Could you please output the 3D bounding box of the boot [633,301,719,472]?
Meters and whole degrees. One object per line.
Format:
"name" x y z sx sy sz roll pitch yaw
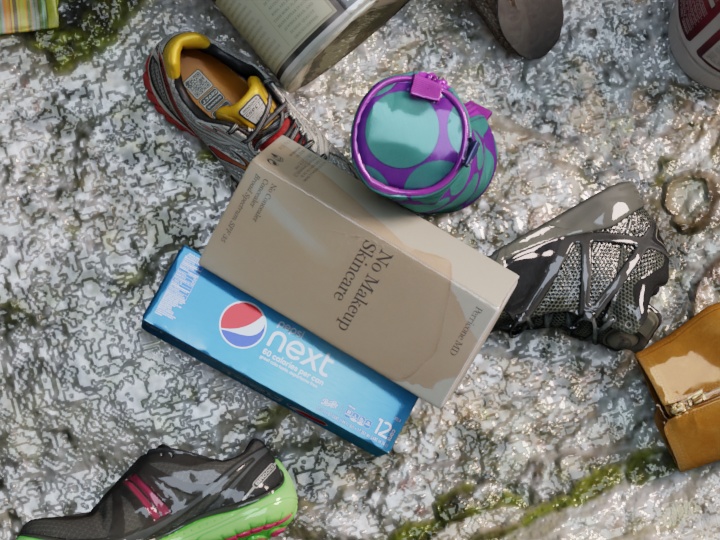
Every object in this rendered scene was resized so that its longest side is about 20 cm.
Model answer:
"boot" 0.300 0.116 1.734 0.144 0.071 0.201 -31 95 2

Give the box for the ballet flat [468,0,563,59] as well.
"ballet flat" 0.088 -0.227 1.720 0.067 0.046 0.200 -56 134 -11

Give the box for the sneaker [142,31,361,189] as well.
"sneaker" -0.076 -0.096 1.702 0.200 0.082 0.078 38 77 -1

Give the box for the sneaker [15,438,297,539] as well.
"sneaker" -0.147 0.169 1.663 0.200 0.077 0.084 -12 65 -13

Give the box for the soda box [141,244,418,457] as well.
"soda box" -0.056 0.059 1.685 0.200 0.068 0.064 29 81 -2

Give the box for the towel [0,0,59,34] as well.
"towel" -0.323 -0.208 1.720 0.200 0.018 0.086 -7 81 -8

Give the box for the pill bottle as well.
"pill bottle" 0.291 -0.198 1.707 0.109 0.200 0.110 1 81 -7

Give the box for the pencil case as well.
"pencil case" 0.049 -0.088 1.657 0.085 0.200 0.093 31 93 8

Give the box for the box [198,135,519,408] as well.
"box" 0.000 0.000 1.642 0.200 0.078 0.095 30 111 5

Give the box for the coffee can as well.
"coffee can" -0.062 -0.250 1.696 0.146 0.146 0.200 -39 88 -12

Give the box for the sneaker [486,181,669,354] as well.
"sneaker" 0.143 0.027 1.714 0.199 0.076 0.114 -28 79 -16
